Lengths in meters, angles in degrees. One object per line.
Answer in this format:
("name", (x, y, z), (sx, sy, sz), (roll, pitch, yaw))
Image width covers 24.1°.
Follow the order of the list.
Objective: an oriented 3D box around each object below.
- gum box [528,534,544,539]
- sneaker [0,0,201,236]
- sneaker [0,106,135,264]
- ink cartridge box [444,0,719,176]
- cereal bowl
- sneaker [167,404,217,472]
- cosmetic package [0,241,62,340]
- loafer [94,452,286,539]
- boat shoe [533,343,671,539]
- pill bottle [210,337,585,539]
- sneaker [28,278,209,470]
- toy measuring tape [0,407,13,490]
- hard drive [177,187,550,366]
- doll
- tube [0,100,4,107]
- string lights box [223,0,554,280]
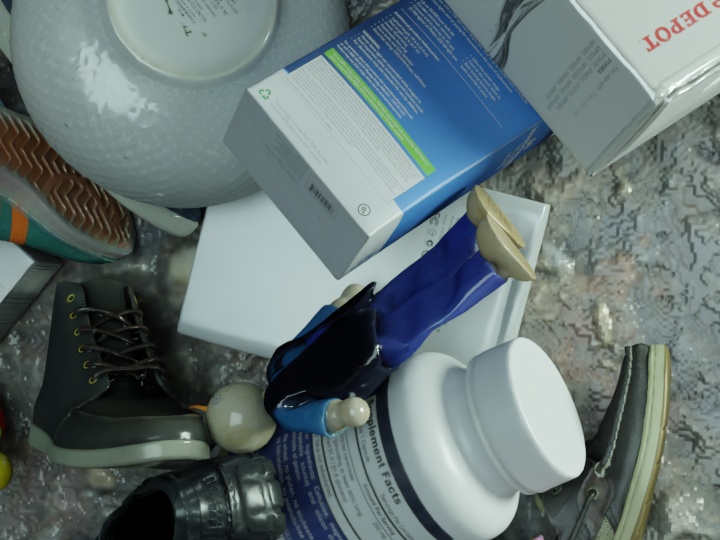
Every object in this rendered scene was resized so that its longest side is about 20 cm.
("gum box", (0.006, 0.216, 0.937), (0.200, 0.113, 0.066), (-24, 84, 32))
("sneaker", (-0.147, -0.115, 1.024), (0.085, 0.075, 0.200), (-39, 84, 7))
("sneaker", (-0.225, -0.051, 1.001), (0.080, 0.200, 0.071), (-28, 50, 30))
("ink cartridge box", (0.125, -0.171, 0.912), (0.146, 0.085, 0.200), (-32, 78, -33))
("cereal bowl", (-0.101, -0.141, 0.962), (0.200, 0.083, 0.200), (2, 79, -9))
("sneaker", (-0.122, 0.179, 1.021), (0.092, 0.076, 0.200), (5, 90, 19))
("cosmetic package", (-0.291, -0.039, 1.073), (0.200, 0.051, 0.083), (42, 96, 11))
("loafer", (-0.111, 0.143, 0.911), (0.201, 0.070, 0.068), (-36, 63, 54))
("boat shoe", (0.129, 0.134, 0.953), (0.065, 0.073, 0.200), (13, 94, 9))
("pill bottle", (0.019, 0.112, 0.946), (0.200, 0.111, 0.111), (-25, 84, 23))
("sneaker", (-0.144, 0.058, 0.975), (0.075, 0.200, 0.106), (5, 88, -30))
("toy measuring tape", (-0.285, 0.081, 1.073), (0.200, 0.074, 0.074), (38, 100, 28))
("hard drive", (0.000, 0.000, 1.010), (0.200, 0.026, 0.132), (15, 94, 14))
("doll", (0.000, 0.036, 0.914), (0.200, 0.136, 0.048), (-37, 112, 13))
("tube", (-0.310, -0.067, 1.030), (0.200, 0.050, 0.077), (-27, 102, 6))
("string lights box", (0.037, -0.092, 0.924), (0.200, 0.059, 0.103), (-34, 79, -29))
